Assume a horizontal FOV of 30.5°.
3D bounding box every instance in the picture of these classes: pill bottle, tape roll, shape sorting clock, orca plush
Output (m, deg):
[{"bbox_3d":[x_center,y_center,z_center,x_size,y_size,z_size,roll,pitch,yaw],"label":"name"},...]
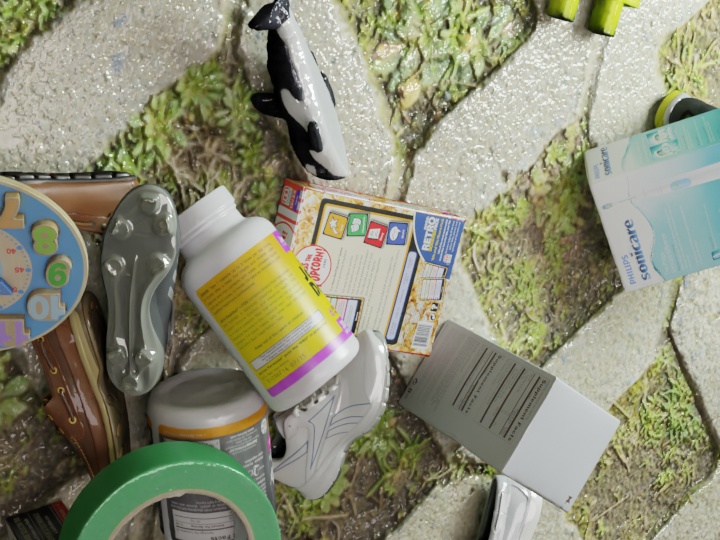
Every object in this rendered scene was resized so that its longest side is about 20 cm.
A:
[{"bbox_3d":[-0.141,0.206,1.278,0.115,0.116,0.203,-14,112,-26],"label":"pill bottle"},{"bbox_3d":[-0.171,0.256,1.186,0.198,0.048,0.203,-8,110,-23],"label":"tape roll"},{"bbox_3d":[-0.327,-0.001,1.097,0.197,0.040,0.201,-6,138,-6],"label":"shape sorting clock"},{"bbox_3d":[-0.073,-0.161,1.235,0.070,0.106,0.201,-11,144,13],"label":"orca plush"},{"bbox_3d":[-0.096,0.023,1.226,0.104,0.104,0.201,-37,93,-16],"label":"pill bottle"}]

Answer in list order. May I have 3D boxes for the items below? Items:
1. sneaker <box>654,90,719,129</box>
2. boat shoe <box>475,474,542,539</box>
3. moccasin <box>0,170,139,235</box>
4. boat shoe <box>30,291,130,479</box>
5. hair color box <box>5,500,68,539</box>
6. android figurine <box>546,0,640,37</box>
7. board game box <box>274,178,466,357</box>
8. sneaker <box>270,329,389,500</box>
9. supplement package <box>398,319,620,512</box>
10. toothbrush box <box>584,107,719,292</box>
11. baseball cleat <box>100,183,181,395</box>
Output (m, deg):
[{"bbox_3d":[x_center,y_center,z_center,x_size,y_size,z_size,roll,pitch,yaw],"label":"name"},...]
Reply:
[{"bbox_3d":[0.404,-0.113,1.525,0.074,0.084,0.201,-41,119,-12],"label":"sneaker"},{"bbox_3d":[0.147,0.331,1.519,0.068,0.072,0.202,17,102,-12],"label":"boat shoe"},{"bbox_3d":[-0.288,-0.047,1.147,0.200,0.073,0.079,-4,99,-40],"label":"moccasin"},{"bbox_3d":[-0.257,0.118,1.218,0.067,0.072,0.203,-9,109,2],"label":"boat shoe"},{"bbox_3d":[-0.277,0.333,1.243,0.061,0.101,0.203,-15,112,-24],"label":"hair color box"},{"bbox_3d":[0.263,-0.356,1.398,0.180,0.041,0.202,13,99,-33],"label":"android figurine"},{"bbox_3d":[0.000,0.000,1.341,0.198,0.046,0.153,10,99,-32],"label":"board game box"},{"bbox_3d":[-0.036,0.143,1.328,0.086,0.075,0.201,21,110,-24],"label":"sneaker"},{"bbox_3d":[0.153,0.149,1.384,0.113,0.199,0.110,33,87,-34],"label":"supplement package"},{"bbox_3d":[0.362,-0.081,1.453,0.198,0.086,0.147,-18,118,14],"label":"toothbrush box"},{"bbox_3d":[-0.198,0.008,1.193,0.069,0.107,0.202,11,111,-2],"label":"baseball cleat"}]
